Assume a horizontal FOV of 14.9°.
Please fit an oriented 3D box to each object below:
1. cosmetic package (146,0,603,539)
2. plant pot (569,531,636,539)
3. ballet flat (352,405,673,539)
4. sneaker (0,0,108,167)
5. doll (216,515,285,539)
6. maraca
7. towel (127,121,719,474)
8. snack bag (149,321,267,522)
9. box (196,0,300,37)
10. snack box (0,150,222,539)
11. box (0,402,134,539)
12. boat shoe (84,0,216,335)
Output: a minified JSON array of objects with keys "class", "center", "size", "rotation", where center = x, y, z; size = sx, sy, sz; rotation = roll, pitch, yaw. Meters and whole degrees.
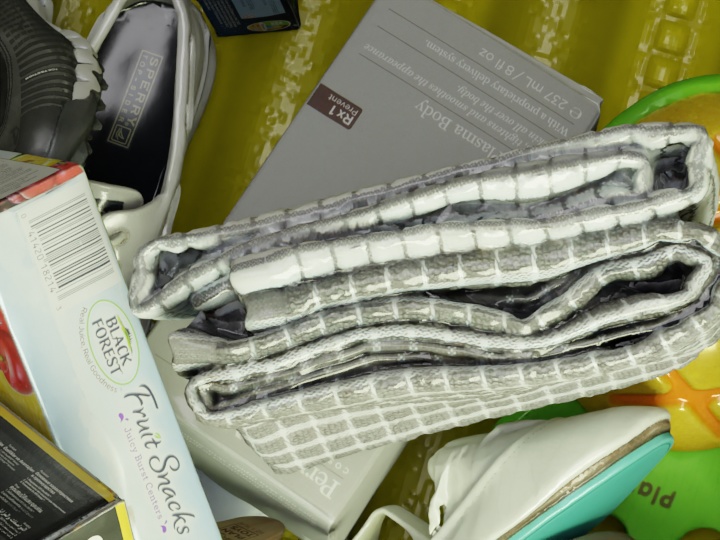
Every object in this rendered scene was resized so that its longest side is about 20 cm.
[{"class":"cosmetic package","center":[0.000,0.000,1.094],"size":[0.106,0.090,0.201],"rotation":[30,75,7]},{"class":"plant pot","center":[0.111,0.198,1.033],"size":[0.200,0.200,0.175],"rotation":[-39,62,-3]},{"class":"ballet flat","center":[0.036,0.106,1.070],"size":[0.069,0.069,0.200],"rotation":[45,114,9]},{"class":"sneaker","center":[-0.156,-0.086,1.073],"size":[0.090,0.200,0.067],"rotation":[16,115,-24]},{"class":"doll","center":[-0.036,0.199,1.070],"size":[0.136,0.048,0.202],"rotation":[13,111,43]},{"class":"maraca","center":[0.128,0.020,1.086],"size":[0.136,0.107,0.201],"rotation":[18,103,-9]},{"class":"towel","center":[0.032,0.013,0.956],"size":[0.199,0.166,0.086],"rotation":[-13,86,6]},{"class":"snack bag","center":[-0.160,0.076,1.136],"size":[0.188,0.021,0.200],"rotation":[-39,80,-3]},{"class":"box","center":[-0.057,-0.208,1.112],"size":[0.037,0.137,0.202],"rotation":[-6,81,5]},{"class":"snack box","center":[-0.118,0.055,1.013],"size":[0.053,0.142,0.201],"rotation":[-27,109,-25]},{"class":"box","center":[-0.141,0.111,0.994],"size":[0.049,0.161,0.200],"rotation":[-27,37,-27]},{"class":"boat shoe","center":[-0.105,-0.022,1.106],"size":[0.072,0.066,0.201],"rotation":[20,81,6]}]
